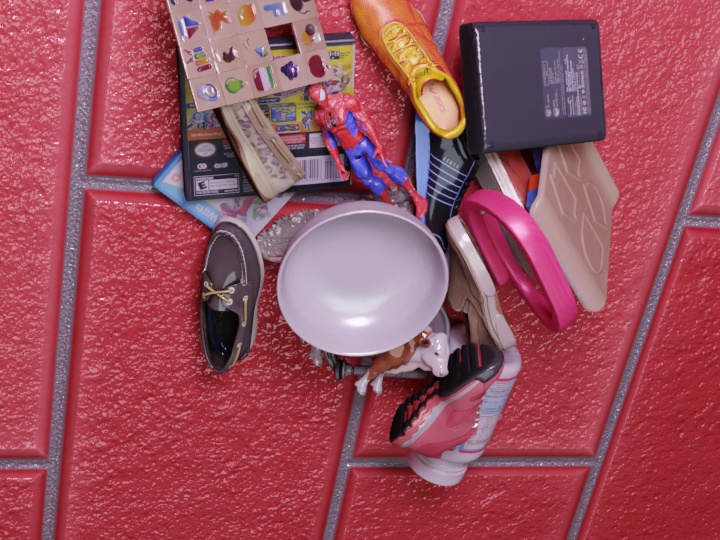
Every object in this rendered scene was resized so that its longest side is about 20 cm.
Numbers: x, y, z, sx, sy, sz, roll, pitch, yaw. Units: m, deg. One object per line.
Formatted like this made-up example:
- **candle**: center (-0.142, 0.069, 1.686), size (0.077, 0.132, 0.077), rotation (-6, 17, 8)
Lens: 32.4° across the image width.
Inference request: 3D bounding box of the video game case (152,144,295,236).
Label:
- **video game case**: center (-0.124, -0.134, 1.433), size (0.143, 0.018, 0.200), rotation (36, 105, -31)

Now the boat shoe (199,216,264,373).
- **boat shoe**: center (-0.158, 0.033, 1.477), size (0.071, 0.061, 0.204), rotation (14, 128, 16)

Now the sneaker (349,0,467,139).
- **sneaker**: center (0.060, -0.236, 1.369), size (0.073, 0.077, 0.201), rotation (-38, 98, 3)

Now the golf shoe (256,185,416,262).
- **golf shoe**: center (-0.025, -0.027, 1.496), size (0.197, 0.079, 0.098), rotation (-12, 129, -8)

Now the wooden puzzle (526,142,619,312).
- **wooden puzzle**: center (0.251, -0.078, 1.497), size (0.046, 0.202, 0.186), rotation (-12, 131, 32)

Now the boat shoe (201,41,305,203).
- **boat shoe**: center (-0.121, -0.170, 1.333), size (0.062, 0.073, 0.202), rotation (-28, 127, -7)

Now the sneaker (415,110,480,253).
- **sneaker**: center (0.105, -0.107, 1.468), size (0.076, 0.070, 0.203), rotation (-1, 113, 5)

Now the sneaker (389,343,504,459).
- **sneaker**: center (0.123, 0.164, 1.533), size (0.086, 0.074, 0.200), rotation (32, 126, -18)

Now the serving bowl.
- **serving bowl**: center (0.000, 0.000, 1.424), size (0.196, 0.066, 0.203), rotation (-3, 125, -5)

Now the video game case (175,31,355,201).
- **video game case**: center (-0.104, -0.172, 1.391), size (0.196, 0.026, 0.183), rotation (-6, 122, -12)

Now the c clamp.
- **c clamp**: center (0.038, 0.107, 1.567), size (0.196, 0.027, 0.174), rotation (8, 109, 10)

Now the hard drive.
- **hard drive**: center (0.197, -0.210, 1.399), size (0.198, 0.033, 0.142), rotation (-10, 98, -37)

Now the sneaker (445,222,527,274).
- **sneaker**: center (0.141, -0.030, 1.554), size (0.197, 0.074, 0.088), rotation (-17, 112, -14)

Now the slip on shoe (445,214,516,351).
- **slip on shoe**: center (0.131, 0.024, 1.490), size (0.060, 0.077, 0.201), rotation (-22, 130, 5)

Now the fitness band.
- **fitness band**: center (0.188, -0.013, 1.455), size (0.037, 0.143, 0.201), rotation (-38, 121, -12)

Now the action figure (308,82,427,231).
- **action figure**: center (0.002, -0.132, 1.389), size (0.065, 0.052, 0.201), rotation (-20, 120, 32)

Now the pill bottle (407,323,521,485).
- **pill bottle**: center (0.132, 0.181, 1.644), size (0.107, 0.109, 0.202), rotation (10, 117, -21)

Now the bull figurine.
- **bull figurine**: center (0.014, 0.085, 1.523), size (0.199, 0.065, 0.122), rotation (35, 107, 2)

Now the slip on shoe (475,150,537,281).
- **slip on shoe**: center (0.201, -0.073, 1.499), size (0.061, 0.074, 0.202), rotation (-27, 93, -19)

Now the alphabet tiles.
- **alphabet tiles**: center (-0.123, -0.279, 1.277), size (0.165, 0.008, 0.203), rotation (-18, 95, -28)
